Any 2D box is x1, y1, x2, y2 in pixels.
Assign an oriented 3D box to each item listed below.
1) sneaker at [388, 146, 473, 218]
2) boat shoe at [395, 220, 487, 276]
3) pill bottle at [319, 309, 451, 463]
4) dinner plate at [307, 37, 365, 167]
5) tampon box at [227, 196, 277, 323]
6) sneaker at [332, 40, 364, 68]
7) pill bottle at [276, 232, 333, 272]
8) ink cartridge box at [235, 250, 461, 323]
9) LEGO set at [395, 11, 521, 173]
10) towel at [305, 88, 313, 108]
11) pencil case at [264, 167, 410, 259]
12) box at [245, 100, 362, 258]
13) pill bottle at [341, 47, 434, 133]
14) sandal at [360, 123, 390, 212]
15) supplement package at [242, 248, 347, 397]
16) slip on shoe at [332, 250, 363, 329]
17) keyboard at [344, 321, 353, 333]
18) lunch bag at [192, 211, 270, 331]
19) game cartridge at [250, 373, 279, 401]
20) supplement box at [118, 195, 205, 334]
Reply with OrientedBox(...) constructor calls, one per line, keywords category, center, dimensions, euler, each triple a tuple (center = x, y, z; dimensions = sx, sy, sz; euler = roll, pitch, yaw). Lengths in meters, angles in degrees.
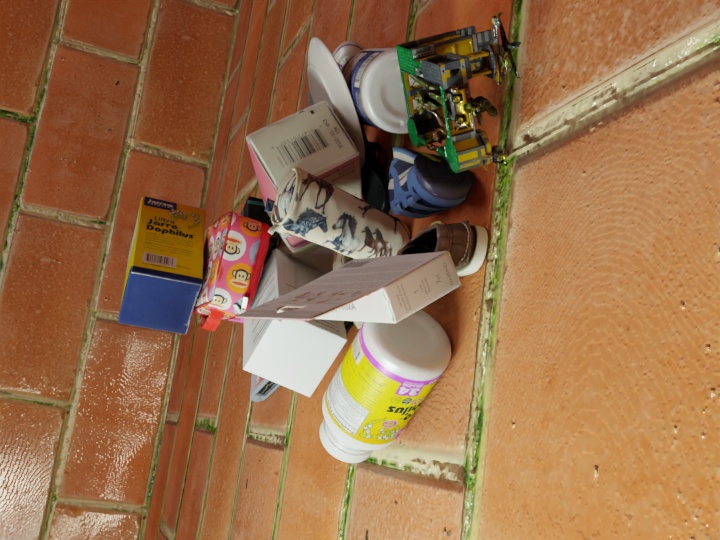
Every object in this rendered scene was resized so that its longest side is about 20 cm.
OrientedBox(category="sneaker", center=(0.079, -0.095, 0.940), dimensions=(0.200, 0.074, 0.082), euler=(-118, 41, -72))
OrientedBox(category="boat shoe", center=(0.074, -0.012, 0.914), dimensions=(0.200, 0.059, 0.072), euler=(150, 129, -65))
OrientedBox(category="pill bottle", center=(0.019, 0.138, 0.911), dimensions=(0.104, 0.104, 0.200), euler=(-99, 28, -46))
OrientedBox(category="dinner plate", center=(-0.043, -0.241, 1.150), dimensions=(0.200, 0.024, 0.200), euler=(158, 90, -81))
OrientedBox(category="tampon box", center=(-0.153, -0.009, 1.411), dimensions=(0.200, 0.150, 0.126), euler=(-96, 28, -42))
OrientedBox(category="sneaker", center=(-0.026, -0.279, 1.332), dimensions=(0.114, 0.072, 0.201), euler=(-92, 11, -53))
OrientedBox(category="pill bottle", center=(-0.081, -0.088, 1.309), dimensions=(0.116, 0.116, 0.200), euler=(126, 149, -50))
OrientedBox(category="ink cartridge box", center=(-0.019, 0.034, 0.849), dimensions=(0.200, 0.176, 0.045), euler=(-4, 110, 61))
OrientedBox(category="LEGO set", center=(0.124, -0.197, 0.868), dimensions=(0.200, 0.116, 0.154), euler=(-134, 29, -72))
OrientedBox(category="towel", center=(-0.081, -0.271, 1.384), dimensions=(0.200, 0.023, 0.144), euler=(-139, 56, -79))
OrientedBox(category="pencil case", center=(-0.024, -0.057, 1.028), dimensions=(0.090, 0.200, 0.078), euler=(-62, 29, 9))
OrientedBox(category="box", center=(-0.075, -0.127, 1.140), dimensions=(0.109, 0.128, 0.200), euler=(58, 169, 23))
OrientedBox(category="pill bottle", center=(0.031, -0.258, 1.106), dimensions=(0.200, 0.111, 0.111), euler=(-136, 60, -68))
OrientedBox(category="sandal", center=(0.017, -0.158, 1.203), dimensions=(0.075, 0.045, 0.200), euler=(114, 144, -45))
OrientedBox(category="supplement package", center=(-0.102, 0.073, 1.160), dimensions=(0.110, 0.114, 0.200), euler=(-57, 19, 19))
OrientedBox(category="slip on shoe", center=(0.000, 0.000, 1.108), dimensions=(0.200, 0.060, 0.076), euler=(-100, -12, -56))
OrientedBox(category="keyboard", center=(-0.035, 0.077, 1.214), dimensions=(0.200, 0.040, 0.104), euler=(-49, 25, 40))
OrientedBox(category="lunch bag", center=(-0.212, 0.009, 1.228), dimensions=(0.200, 0.082, 0.177), euler=(167, 119, -68))
OrientedBox(category="game cartridge", center=(-0.174, 0.169, 1.542), dimensions=(0.200, 0.041, 0.133), euler=(133, 148, -56))
OrientedBox(category="supplement box", center=(-0.316, -0.011, 1.259), dimensions=(0.200, 0.109, 0.109), euler=(-101, 29, -49))
